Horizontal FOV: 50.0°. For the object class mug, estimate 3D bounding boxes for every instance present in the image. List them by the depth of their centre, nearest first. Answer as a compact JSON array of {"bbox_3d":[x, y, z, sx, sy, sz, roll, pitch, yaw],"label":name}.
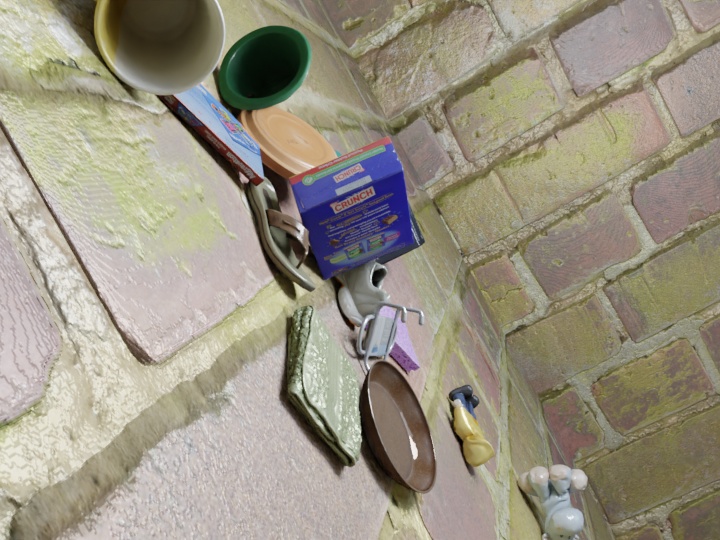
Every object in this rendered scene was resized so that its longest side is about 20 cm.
[{"bbox_3d":[-0.256,-0.329,0.939,0.188,0.148,0.154,60,4,-36],"label":"mug"}]

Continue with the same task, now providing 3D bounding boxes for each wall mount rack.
[{"bbox_3d":[0.050,0.144,1.275,0.200,0.074,0.177,18,85,-70],"label":"wall mount rack"}]

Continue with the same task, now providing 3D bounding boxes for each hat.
[{"bbox_3d":[-0.137,-0.302,1.328,0.177,0.163,0.203,63,22,-58],"label":"hat"}]

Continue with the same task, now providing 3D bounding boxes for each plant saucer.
[{"bbox_3d":[0.050,0.232,1.133,0.201,0.036,0.202,52,23,-32],"label":"plant saucer"},{"bbox_3d":[-0.113,-0.211,1.287,0.199,0.032,0.201,28,29,-17],"label":"plant saucer"}]

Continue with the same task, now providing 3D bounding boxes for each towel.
[{"bbox_3d":[-0.043,0.144,0.994,0.149,0.036,0.201,56,14,-25],"label":"towel"}]

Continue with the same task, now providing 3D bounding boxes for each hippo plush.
[{"bbox_3d":[0.470,0.587,1.906,0.201,0.157,0.163,113,-15,-52],"label":"hippo plush"}]

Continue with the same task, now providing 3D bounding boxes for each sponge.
[{"bbox_3d":[0.045,0.099,1.439,0.200,0.030,0.112,48,19,-44],"label":"sponge"}]

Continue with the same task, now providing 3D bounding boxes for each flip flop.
[{"bbox_3d":[-0.108,-0.061,1.119,0.081,0.057,0.202,38,27,-60],"label":"flip flop"}]

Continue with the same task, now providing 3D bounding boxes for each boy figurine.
[{"bbox_3d":[0.229,0.323,1.609,0.125,0.064,0.201,58,10,-24],"label":"boy figurine"}]

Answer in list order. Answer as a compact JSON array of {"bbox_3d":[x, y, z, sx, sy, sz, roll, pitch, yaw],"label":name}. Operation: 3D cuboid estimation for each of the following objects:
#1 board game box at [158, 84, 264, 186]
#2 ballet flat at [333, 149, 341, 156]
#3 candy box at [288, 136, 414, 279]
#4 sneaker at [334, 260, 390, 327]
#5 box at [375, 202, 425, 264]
[{"bbox_3d":[-0.210,-0.213,1.090,0.200,0.019,0.104,44,23,-39],"label":"board game box"},{"bbox_3d":[-0.105,-0.188,1.362,0.198,0.063,0.068,4,41,-48],"label":"ballet flat"},{"bbox_3d":[-0.009,-0.092,1.210,0.201,0.167,0.078,76,-9,-59],"label":"candy box"},{"bbox_3d":[0.000,0.000,1.331,0.076,0.091,0.202,44,21,-50],"label":"sneaker"},{"bbox_3d":[0.046,-0.122,1.646,0.200,0.116,0.199,-30,97,-80],"label":"box"}]
